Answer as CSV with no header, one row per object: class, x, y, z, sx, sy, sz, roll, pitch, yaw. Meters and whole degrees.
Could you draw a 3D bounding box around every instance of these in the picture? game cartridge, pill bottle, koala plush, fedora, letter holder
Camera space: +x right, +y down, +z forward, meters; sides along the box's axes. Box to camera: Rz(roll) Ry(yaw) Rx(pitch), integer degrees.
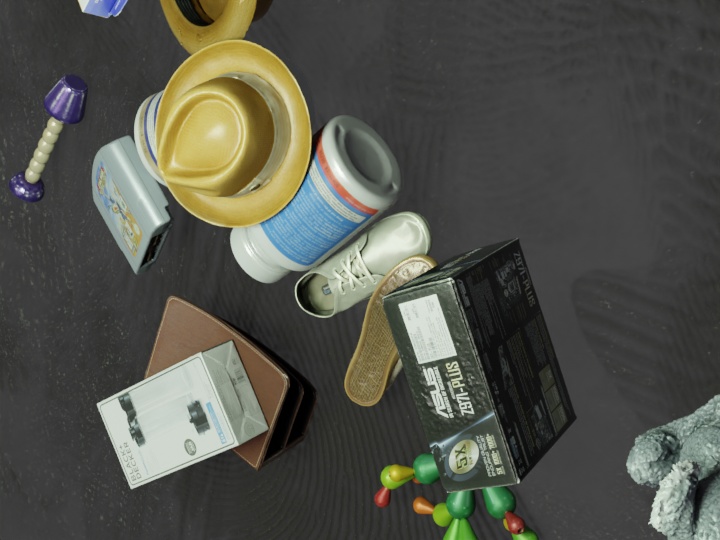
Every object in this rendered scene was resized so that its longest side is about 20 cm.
game cartridge,-0.291,-0.083,1.212,0.134,0.041,0.200,55,154,4
pill bottle,-0.056,-0.070,1.064,0.199,0.112,0.113,-37,83,34
koala plush,0.324,0.208,0.837,0.178,0.199,0.184,50,124,11
fedora,-0.148,-0.331,1.046,0.198,0.081,0.206,12,106,46
pill bottle,-0.154,-0.169,1.098,0.197,0.115,0.118,-11,98,36
fedora,-0.147,-0.134,0.985,0.196,0.082,0.206,6,104,24
letter holder,-0.152,0.119,1.195,0.198,0.100,0.144,32,117,22

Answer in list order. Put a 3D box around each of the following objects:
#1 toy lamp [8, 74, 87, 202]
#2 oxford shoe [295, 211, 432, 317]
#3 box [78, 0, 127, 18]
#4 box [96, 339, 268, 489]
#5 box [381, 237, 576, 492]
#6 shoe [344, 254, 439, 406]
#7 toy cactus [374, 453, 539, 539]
toy lamp,-0.422,-0.180,1.314,0.058,0.058,0.201,47,127,13
oxford shoe,0.000,0.000,1.082,0.198,0.057,0.076,-30,84,34
box,-0.311,-0.400,1.143,0.119,0.041,0.203,-47,55,34
box,-0.215,0.175,1.152,0.198,0.060,0.119,-25,87,34
box,0.122,0.090,0.961,0.085,0.163,0.204,-16,96,35
shoe,0.037,0.061,1.077,0.069,0.053,0.202,32,119,9
toy cactus,0.108,0.238,1.068,0.198,0.101,0.169,22,106,36
